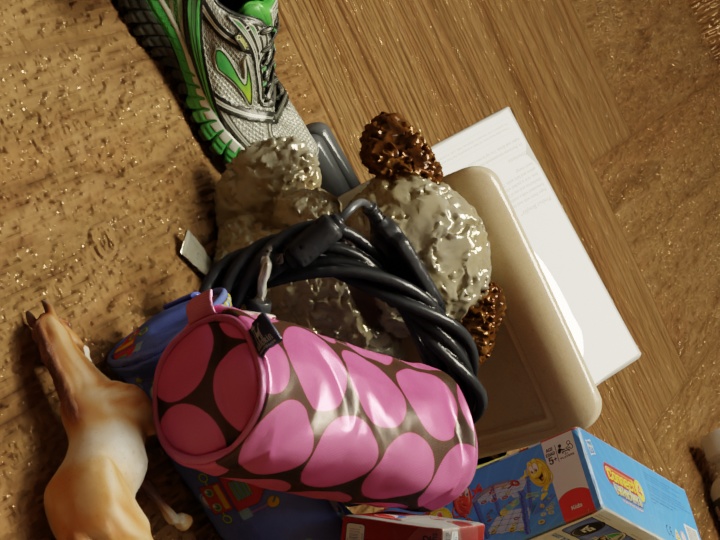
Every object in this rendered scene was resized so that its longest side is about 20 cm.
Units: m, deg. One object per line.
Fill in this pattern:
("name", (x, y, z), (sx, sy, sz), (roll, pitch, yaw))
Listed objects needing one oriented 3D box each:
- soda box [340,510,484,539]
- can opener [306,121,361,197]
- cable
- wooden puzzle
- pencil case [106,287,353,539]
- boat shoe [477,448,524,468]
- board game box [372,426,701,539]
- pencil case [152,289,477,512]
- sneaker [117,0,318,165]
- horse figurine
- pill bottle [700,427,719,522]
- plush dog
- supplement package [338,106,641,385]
("soda box", (0.021, 0.237, 1.393), (0.070, 0.063, 0.200), (9, 87, -67))
("can opener", (0.019, -0.022, 1.816), (0.200, 0.067, 0.053), (61, 19, -16))
("cable", (-0.013, 0.066, 1.497), (0.200, 0.163, 0.051), (61, -10, -23))
("wooden puzzle", (0.056, 0.036, 1.655), (0.037, 0.200, 0.185), (-29, 95, -43))
("pencil case", (-0.064, 0.104, 1.424), (0.200, 0.078, 0.087), (59, 22, -19))
("boat shoe", (0.100, 0.152, 1.817), (0.068, 0.072, 0.200), (66, 19, -3))
("board game box", (0.095, 0.180, 1.579), (0.200, 0.196, 0.056), (32, 37, -59))
("pencil case", (-0.021, 0.075, 1.357), (0.200, 0.091, 0.094), (21, 45, -50))
("sneaker", (-0.082, -0.141, 1.661), (0.200, 0.085, 0.078), (56, 21, -29))
("horse figurine", (-0.125, 0.116, 1.288), (0.133, 0.050, 0.200), (48, 28, -34))
("pill bottle", (0.419, 0.247, 2.495), (0.116, 0.116, 0.200), (14, 53, -67))
("plush dog", (0.000, 0.000, 1.575), (0.200, 0.172, 0.160), (65, 19, -6))
("supplement package", (0.078, 0.011, 1.737), (0.121, 0.120, 0.200), (-28, 91, -37))
